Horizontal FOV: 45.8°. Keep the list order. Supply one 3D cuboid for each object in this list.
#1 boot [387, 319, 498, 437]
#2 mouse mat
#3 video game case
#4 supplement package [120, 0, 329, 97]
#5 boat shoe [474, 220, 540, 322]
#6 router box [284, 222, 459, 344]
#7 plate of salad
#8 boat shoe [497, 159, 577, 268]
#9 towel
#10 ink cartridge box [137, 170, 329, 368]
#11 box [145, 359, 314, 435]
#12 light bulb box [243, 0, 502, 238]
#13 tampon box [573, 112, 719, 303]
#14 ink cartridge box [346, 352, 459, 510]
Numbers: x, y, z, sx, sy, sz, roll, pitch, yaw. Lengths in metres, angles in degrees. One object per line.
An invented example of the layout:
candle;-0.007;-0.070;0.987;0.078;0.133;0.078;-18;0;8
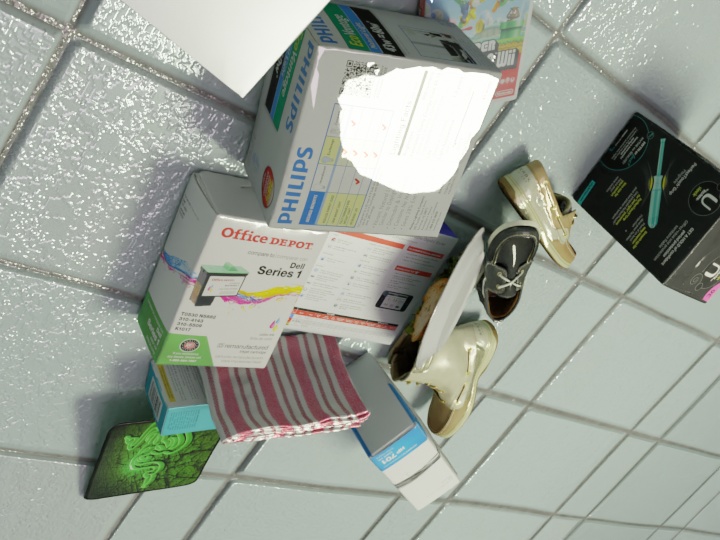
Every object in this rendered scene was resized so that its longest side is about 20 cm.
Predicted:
boot;0.104;0.161;1.254;0.153;0.072;0.202;3;118;-36
mouse mat;-0.263;0.242;1.102;0.159;0.008;0.201;-2;141;-31
video game case;0.125;-0.268;0.932;0.141;0.017;0.202;-15;133;-21
supplement package;-0.121;-0.269;0.638;0.152;0.201;0.150;-45;136;11
boat shoe;0.199;0.001;1.132;0.071;0.068;0.201;-1;150;-6
router box;0.000;0.000;1.063;0.198;0.049;0.181;13;119;-39
plate of salad;0.109;0.032;1.103;0.201;0.048;0.201;-59;165;-25
boat shoe;0.256;-0.073;1.145;0.066;0.074;0.200;-37;138;10
towel;-0.097;0.136;1.048;0.198;0.147;0.030;-1;135;-31
ink cartridge box;-0.144;0.005;0.949;0.143;0.084;0.201;7;122;-36
box;-0.161;0.149;1.067;0.198;0.083;0.050;-1;130;-31
light bulb box;0.005;-0.151;0.866;0.198;0.125;0.200;2;126;-26
tampon box;0.420;-0.084;1.147;0.125;0.201;0.151;16;118;-40
ink cartridge box;0.049;0.234;1.227;0.085;0.147;0.201;-35;137;-2
